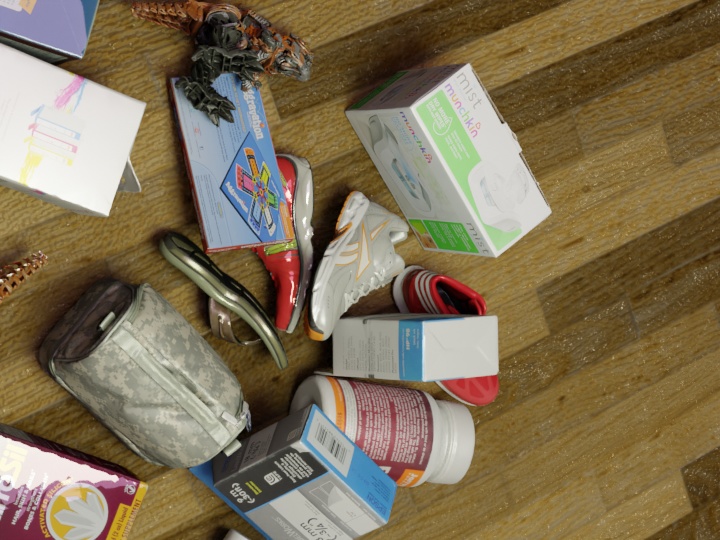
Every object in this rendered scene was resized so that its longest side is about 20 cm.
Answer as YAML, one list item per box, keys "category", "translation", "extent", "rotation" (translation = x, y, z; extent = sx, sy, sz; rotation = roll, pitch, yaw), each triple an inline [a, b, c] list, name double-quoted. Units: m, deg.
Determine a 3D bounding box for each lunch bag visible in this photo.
- category: "lunch bag"
  translation: [-0.221, 0.113, 1.575]
  extent: [0.140, 0.167, 0.200]
  rotation: [-48, 111, -13]

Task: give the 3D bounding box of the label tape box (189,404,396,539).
- category: "label tape box"
  translation: [-0.082, 0.247, 1.630]
  extent: [0.144, 0.199, 0.064]
  rotation: [45, 35, -22]

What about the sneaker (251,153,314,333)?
- category: "sneaker"
  translation: [-0.097, -0.030, 1.685]
  extent: [0.084, 0.077, 0.203]
  rotation: [0, 88, -8]

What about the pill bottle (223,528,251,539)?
- category: "pill bottle"
  translation: [-0.162, 0.395, 1.657]
  extent: [0.112, 0.112, 0.201]
  rotation: [35, 79, -23]

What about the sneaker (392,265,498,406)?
- category: "sneaker"
  translation: [0.118, 0.086, 1.759]
  extent: [0.078, 0.115, 0.201]
  rotation: [-43, 110, -15]

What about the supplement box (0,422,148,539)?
- category: "supplement box"
  translation: [-0.341, 0.238, 1.575]
  extent: [0.199, 0.085, 0.111]
  rotation: [24, 85, -24]

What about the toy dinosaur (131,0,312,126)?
- category: "toy dinosaur"
  translation: [-0.150, -0.241, 1.620]
  extent: [0.197, 0.103, 0.137]
  rotation: [5, 49, -3]

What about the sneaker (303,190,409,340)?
- category: "sneaker"
  translation: [0.000, 0.000, 1.671]
  extent: [0.091, 0.076, 0.201]
  rotation: [21, 56, 2]

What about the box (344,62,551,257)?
- category: "box"
  translation: [0.100, -0.126, 1.701]
  extent: [0.096, 0.176, 0.201]
  rotation: [-37, 109, -18]

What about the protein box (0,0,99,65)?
- category: "protein box"
  translation: [-0.359, -0.332, 1.493]
  extent: [0.198, 0.135, 0.201]
  rotation: [16, 87, -25]

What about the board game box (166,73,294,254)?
- category: "board game box"
  translation: [-0.143, -0.121, 1.633]
  extent: [0.102, 0.019, 0.202]
  rotation: [-8, 75, -22]

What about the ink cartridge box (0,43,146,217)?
- category: "ink cartridge box"
  translation: [-0.322, -0.139, 1.531]
  extent: [0.198, 0.128, 0.127]
  rotation: [20, 86, -25]

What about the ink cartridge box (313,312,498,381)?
- category: "ink cartridge box"
  translation: [0.046, 0.084, 1.671]
  extent: [0.115, 0.199, 0.068]
  rotation: [-3, 91, -40]

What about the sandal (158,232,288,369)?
- category: "sandal"
  translation: [-0.156, 0.039, 1.659]
  extent: [0.057, 0.080, 0.201]
  rotation: [-45, 106, 5]

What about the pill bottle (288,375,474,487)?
- category: "pill bottle"
  translation: [0.024, 0.190, 1.725]
  extent: [0.198, 0.114, 0.116]
  rotation: [10, 90, -24]

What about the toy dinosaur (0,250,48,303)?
- category: "toy dinosaur"
  translation: [-0.428, 0.011, 1.528]
  extent: [0.199, 0.102, 0.137]
  rotation: [-31, 130, -34]
